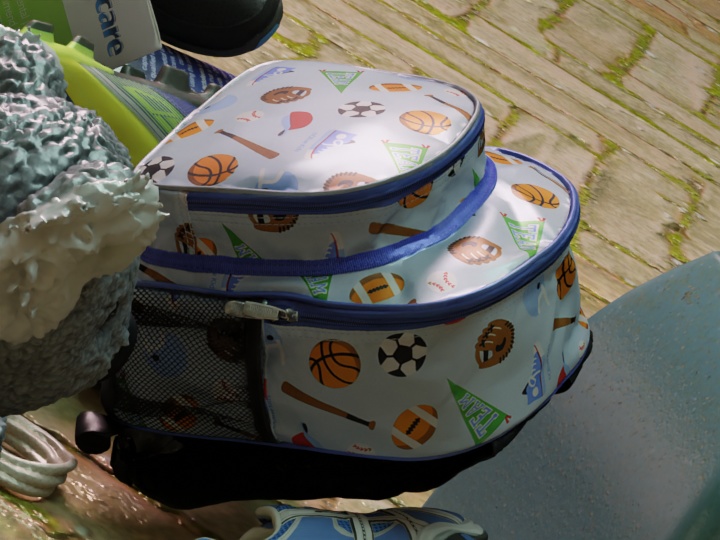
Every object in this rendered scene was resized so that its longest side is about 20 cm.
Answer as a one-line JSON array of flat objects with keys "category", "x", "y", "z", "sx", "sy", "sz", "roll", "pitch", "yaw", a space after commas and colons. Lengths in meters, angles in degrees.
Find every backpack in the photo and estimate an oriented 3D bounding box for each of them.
[{"category": "backpack", "x": 0.000, "y": 0.000, "z": 1.210, "sx": 0.190, "sy": 0.155, "sz": 0.200, "roll": 13, "pitch": 37, "yaw": 21}]

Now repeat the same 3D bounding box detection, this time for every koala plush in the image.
[{"category": "koala plush", "x": -0.147, "y": 0.020, "z": 0.969, "sx": 0.184, "sy": 0.200, "sz": 0.177, "roll": 32, "pitch": 13, "yaw": -29}]

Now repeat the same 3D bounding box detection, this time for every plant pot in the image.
[{"category": "plant pot", "x": 0.177, "y": 0.112, "z": 1.321, "sx": 0.196, "sy": 0.200, "sz": 0.196, "roll": 22, "pitch": 17, "yaw": -27}]

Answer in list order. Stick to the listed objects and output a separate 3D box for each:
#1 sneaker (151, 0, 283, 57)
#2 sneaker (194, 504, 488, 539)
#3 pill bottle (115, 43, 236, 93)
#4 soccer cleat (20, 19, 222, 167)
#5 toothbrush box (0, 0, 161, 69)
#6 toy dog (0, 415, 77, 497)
[{"category": "sneaker", "x": -0.118, "y": -0.188, "z": 1.445, "sx": 0.200, "sy": 0.073, "sz": 0.082, "roll": 44, "pitch": -14, "yaw": 0}, {"category": "sneaker", "x": -0.009, "y": 0.122, "z": 1.177, "sx": 0.077, "sy": 0.076, "sz": 0.200, "roll": 39, "pitch": 16, "yaw": 14}, {"category": "pill bottle", "x": -0.117, "y": -0.061, "z": 1.476, "sx": 0.199, "sy": 0.116, "sz": 0.116, "roll": 23, "pitch": 17, "yaw": -26}, {"category": "soccer cleat", "x": -0.141, "y": -0.063, "z": 1.296, "sx": 0.200, "sy": 0.084, "sz": 0.065, "roll": 15, "pitch": -8, "yaw": -39}, {"category": "toothbrush box", "x": -0.218, "y": -0.130, "z": 1.358, "sx": 0.146, "sy": 0.199, "sz": 0.086, "roll": 46, "pitch": -22, "yaw": 47}, {"category": "toy dog", "x": -0.185, "y": -0.002, "z": 1.204, "sx": 0.132, "sy": 0.097, "sz": 0.200, "roll": 16, "pitch": 21, "yaw": -41}]
